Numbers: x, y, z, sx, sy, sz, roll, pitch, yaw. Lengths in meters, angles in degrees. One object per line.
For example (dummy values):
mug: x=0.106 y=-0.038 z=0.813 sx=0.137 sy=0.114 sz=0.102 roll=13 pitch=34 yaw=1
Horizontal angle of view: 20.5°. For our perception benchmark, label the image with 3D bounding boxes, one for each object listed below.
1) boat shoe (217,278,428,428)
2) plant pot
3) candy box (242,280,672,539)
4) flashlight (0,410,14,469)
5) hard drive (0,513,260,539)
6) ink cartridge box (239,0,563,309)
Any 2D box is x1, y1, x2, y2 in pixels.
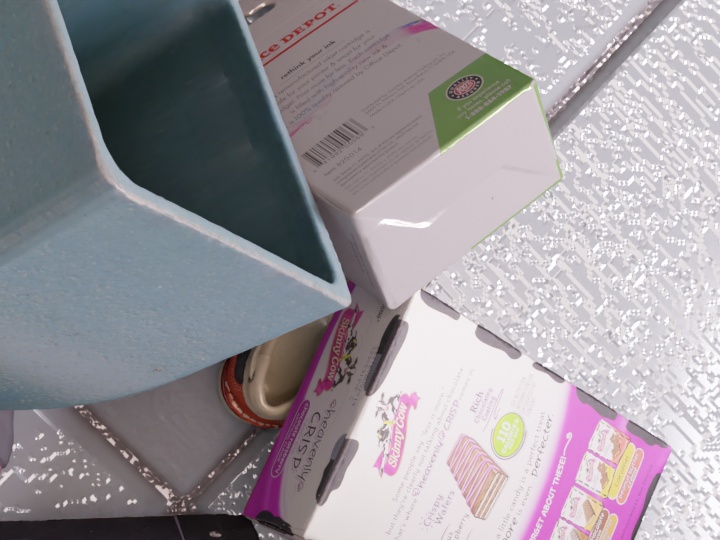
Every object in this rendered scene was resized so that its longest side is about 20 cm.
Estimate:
boat shoe: x=0.000 y=0.000 z=1.045 sx=0.071 sy=0.063 sz=0.200 roll=41 pitch=75 yaw=-7
plant pot: x=-0.159 y=-0.041 z=0.891 sx=0.200 sy=0.196 sz=0.196 roll=-31 pitch=63 yaw=18
candy box: x=0.054 y=0.107 z=1.021 sx=0.200 sy=0.061 sz=0.136 roll=33 pitch=76 yaw=-33
flashlight: x=-0.159 y=0.034 z=0.996 sx=0.200 sy=0.068 sz=0.068 roll=-48 pitch=139 yaw=-17
hard drive: x=-0.153 y=0.189 z=0.973 sx=0.200 sy=0.038 sz=0.140 roll=-1 pitch=110 yaw=-17
ink cartridge box: x=-0.007 y=-0.075 z=1.013 sx=0.117 sy=0.200 sz=0.067 roll=-37 pitch=132 yaw=-15
